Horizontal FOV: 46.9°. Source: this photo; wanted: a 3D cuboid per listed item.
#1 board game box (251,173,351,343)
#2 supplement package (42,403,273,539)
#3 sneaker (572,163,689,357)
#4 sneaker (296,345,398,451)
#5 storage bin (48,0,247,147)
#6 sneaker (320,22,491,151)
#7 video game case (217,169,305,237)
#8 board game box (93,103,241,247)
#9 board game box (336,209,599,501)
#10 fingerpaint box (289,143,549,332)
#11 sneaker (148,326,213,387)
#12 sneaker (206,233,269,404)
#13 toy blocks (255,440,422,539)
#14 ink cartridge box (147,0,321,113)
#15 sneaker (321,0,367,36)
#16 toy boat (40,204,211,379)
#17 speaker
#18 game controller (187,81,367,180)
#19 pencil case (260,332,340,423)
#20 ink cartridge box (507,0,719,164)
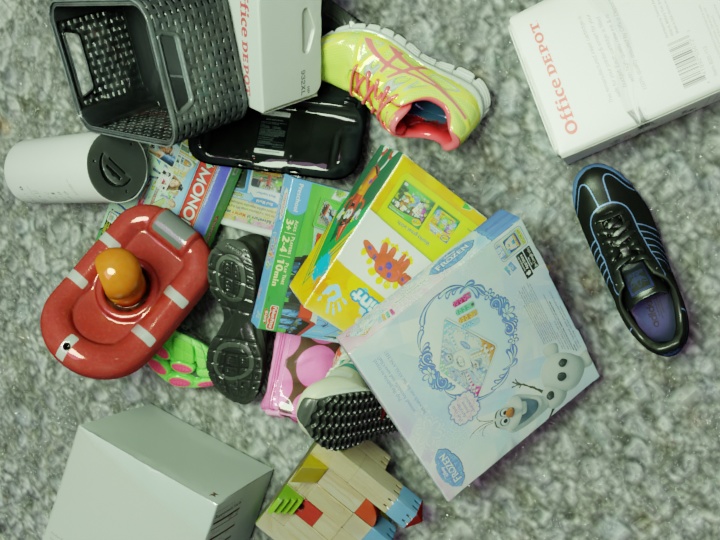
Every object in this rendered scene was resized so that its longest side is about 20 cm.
[{"bbox_3d":[0.000,0.000,0.855,0.196,0.037,0.155,12,96,-23],"label":"board game box"},{"bbox_3d":[-0.235,0.293,0.945,0.188,0.147,0.204,23,98,17],"label":"supplement package"},{"bbox_3d":[0.262,-0.014,0.801,0.069,0.078,0.203,-28,83,17],"label":"sneaker"},{"bbox_3d":[-0.012,0.120,0.842,0.093,0.198,0.071,37,111,32],"label":"sneaker"},{"bbox_3d":[-0.216,-0.213,0.838,0.198,0.093,0.138,17,126,44],"label":"storage bin"},{"bbox_3d":[0.032,-0.184,0.848,0.196,0.079,0.091,21,55,8],"label":"sneaker"},{"bbox_3d":[-0.151,-0.147,0.971,0.196,0.024,0.186,15,97,18],"label":"video game case"},{"bbox_3d":[-0.225,-0.078,0.972,0.133,0.029,0.203,29,104,16],"label":"board game box"},{"bbox_3d":[0.108,0.083,0.788,0.198,0.043,0.202,-37,116,-8],"label":"board game box"},{"bbox_3d":[0.058,0.006,0.814,0.198,0.073,0.168,32,94,-23],"label":"fingerpaint box"},{"bbox_3d":[-0.240,0.065,0.978,0.198,0.084,0.077,33,125,-3],"label":"sneaker"},{"bbox_3d":[-0.123,0.055,0.939,0.074,0.091,0.204,14,112,18],"label":"sneaker"},{"bbox_3d":[-0.018,0.259,0.901,0.136,0.100,0.201,37,117,2],"label":"toy blocks"},{"bbox_3d":[-0.136,-0.267,0.855,0.198,0.083,0.148,29,132,35],"label":"ink cartridge box"},{"bbox_3d":[-0.077,-0.270,0.926,0.199,0.060,0.105,41,105,18],"label":"sneaker"},{"bbox_3d":[-0.250,0.016,0.872,0.130,0.131,0.201,35,75,7],"label":"toy boat"},{"bbox_3d":[-0.335,-0.118,0.970,0.197,0.080,0.083,3,93,42],"label":"speaker"},{"bbox_3d":[-0.092,-0.159,0.909,0.195,0.042,0.107,8,87,8],"label":"game controller"},{"bbox_3d":[-0.058,0.067,0.907,0.089,0.093,0.205,10,95,29],"label":"pencil case"},{"bbox_3d":[0.259,-0.210,0.795,0.197,0.083,0.149,-22,85,18],"label":"ink cartridge box"}]
